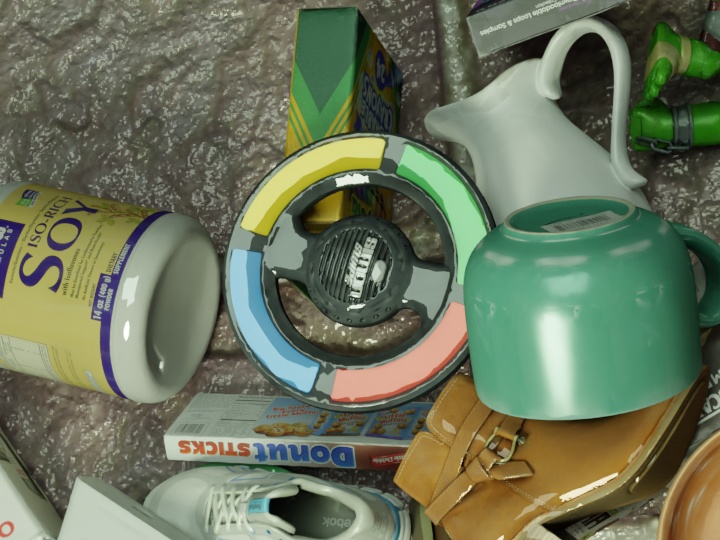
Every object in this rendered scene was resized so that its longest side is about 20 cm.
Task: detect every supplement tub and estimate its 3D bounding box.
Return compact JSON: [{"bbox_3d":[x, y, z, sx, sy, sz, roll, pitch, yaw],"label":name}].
[{"bbox_3d":[-0.222,0.012,1.714,0.199,0.145,0.146,12,76,20],"label":"supplement tub"}]

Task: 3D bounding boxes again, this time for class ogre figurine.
[{"bbox_3d":[0.274,-0.174,1.631,0.119,0.098,0.201,13,86,-7],"label":"ogre figurine"}]

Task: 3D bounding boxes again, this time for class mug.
[{"bbox_3d":[0.150,0.012,1.492,0.152,0.185,0.115,0,109,27],"label":"mug"}]

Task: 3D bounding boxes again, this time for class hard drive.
[{"bbox_3d":[-0.186,0.266,1.628,0.132,0.026,0.201,26,103,41],"label":"hard drive"}]

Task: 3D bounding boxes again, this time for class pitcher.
[{"bbox_3d":[0.152,-0.065,1.619,0.172,0.121,0.200,-42,62,35],"label":"pitcher"}]

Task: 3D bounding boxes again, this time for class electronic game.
[{"bbox_3d":[0.000,0.000,1.573,0.199,0.042,0.201,-3,76,14],"label":"electronic game"}]

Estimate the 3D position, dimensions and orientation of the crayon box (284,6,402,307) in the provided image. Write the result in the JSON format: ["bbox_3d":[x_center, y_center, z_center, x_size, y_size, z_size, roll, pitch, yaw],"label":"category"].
[{"bbox_3d":[-0.014,-0.079,1.690,0.051,0.126,0.201,0,73,17],"label":"crayon box"}]

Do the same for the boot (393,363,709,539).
[{"bbox_3d":[0.129,0.113,1.530,0.155,0.077,0.200,36,95,26],"label":"boot"}]

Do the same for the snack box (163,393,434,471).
[{"bbox_3d":[-0.039,0.118,1.663,0.199,0.072,0.024,1,113,18],"label":"snack box"}]

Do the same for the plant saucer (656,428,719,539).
[{"bbox_3d":[0.298,0.189,1.523,0.199,0.037,0.201,0,87,5],"label":"plant saucer"}]

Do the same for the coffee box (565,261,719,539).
[{"bbox_3d":[0.189,0.098,1.590,0.200,0.080,0.113,-31,67,6],"label":"coffee box"}]

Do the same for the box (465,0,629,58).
[{"bbox_3d":[0.152,-0.204,1.646,0.143,0.200,0.036,-21,100,10],"label":"box"}]

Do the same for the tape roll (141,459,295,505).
[{"bbox_3d":[-0.089,0.240,1.650,0.200,0.048,0.201,-5,71,15],"label":"tape roll"}]

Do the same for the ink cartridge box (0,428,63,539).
[{"bbox_3d":[-0.324,0.182,1.724,0.146,0.085,0.200,-39,63,2],"label":"ink cartridge box"}]

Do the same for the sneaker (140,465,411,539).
[{"bbox_3d":[-0.069,0.167,1.595,0.199,0.087,0.075,-1,74,20],"label":"sneaker"}]

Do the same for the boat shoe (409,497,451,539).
[{"bbox_3d":[0.084,0.242,1.580,0.068,0.072,0.201,-16,68,13],"label":"boat shoe"}]
